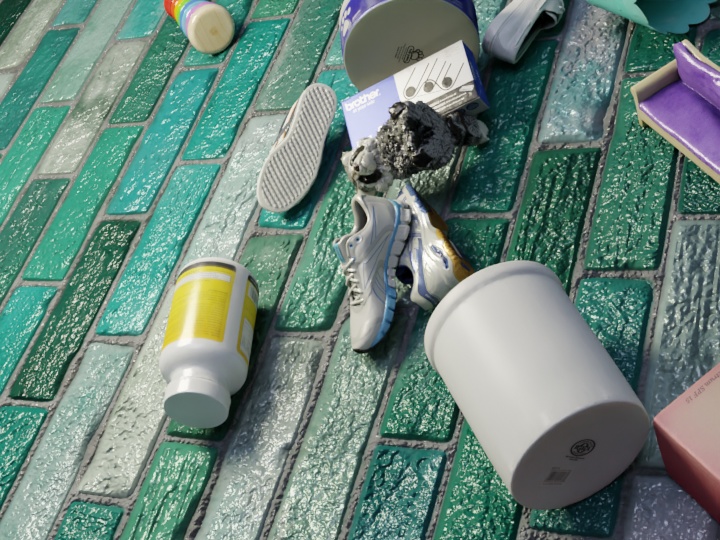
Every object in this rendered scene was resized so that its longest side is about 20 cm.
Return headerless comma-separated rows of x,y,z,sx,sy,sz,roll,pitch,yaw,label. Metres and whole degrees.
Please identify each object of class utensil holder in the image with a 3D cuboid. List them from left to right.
0.181,0.117,1.122,0.169,0.171,0.201,-30,46,0,utensil holder

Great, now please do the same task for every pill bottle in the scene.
-0.193,0.091,1.372,0.110,0.113,0.202,-11,48,18,pill bottle

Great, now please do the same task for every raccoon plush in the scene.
0.071,-0.146,1.457,0.134,0.198,0.098,-35,59,41,raccoon plush

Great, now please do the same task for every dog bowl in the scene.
0.069,-0.330,1.537,0.197,0.201,0.080,-16,49,14,dog bowl

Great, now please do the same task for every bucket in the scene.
0.392,-0.432,1.464,0.207,0.208,0.134,-42,40,-12,bucket

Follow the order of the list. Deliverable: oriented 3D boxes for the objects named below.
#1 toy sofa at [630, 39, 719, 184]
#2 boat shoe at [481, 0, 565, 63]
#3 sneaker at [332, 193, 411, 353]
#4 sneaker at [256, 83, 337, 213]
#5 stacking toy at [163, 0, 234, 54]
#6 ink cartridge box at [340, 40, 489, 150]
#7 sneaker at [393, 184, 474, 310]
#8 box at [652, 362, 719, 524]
0.416,-0.184,1.307,0.082,0.098,0.201,-32,46,-3,toy sofa
0.259,-0.377,1.579,0.068,0.072,0.200,35,65,20,boat shoe
0.000,0.000,1.336,0.075,0.086,0.203,-18,59,57,sneaker
-0.092,-0.169,1.574,0.202,0.078,0.079,-64,9,-13,sneaker
-0.295,-0.450,1.922,0.085,0.086,0.200,-37,38,-7,stacking toy
0.074,-0.230,1.515,0.198,0.044,0.095,-24,66,22,ink cartridge box
0.069,-0.032,1.373,0.088,0.075,0.201,-42,34,14,sneaker
0.386,0.186,0.997,0.127,0.109,0.200,-37,45,-7,box
